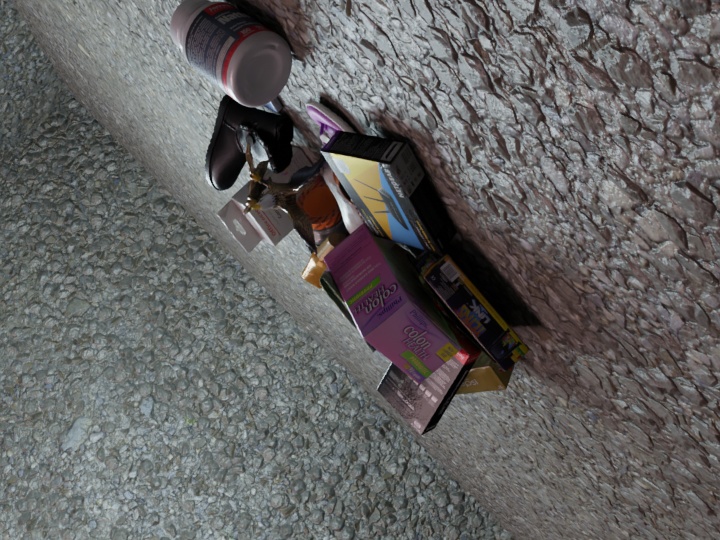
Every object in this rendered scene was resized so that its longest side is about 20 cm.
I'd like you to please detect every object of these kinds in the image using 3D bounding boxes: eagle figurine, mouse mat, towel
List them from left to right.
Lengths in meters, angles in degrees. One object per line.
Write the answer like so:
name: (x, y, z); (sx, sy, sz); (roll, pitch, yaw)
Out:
eagle figurine: (-0.124, -0.124, 1.666); (0.198, 0.152, 0.153); (14, 148, 35)
towel: (-0.012, 0.055, 1.625); (0.153, 0.023, 0.200); (52, -170, -5)
mouse mat: (0.156, 0.065, 1.641); (0.161, 0.008, 0.201); (41, -169, -47)

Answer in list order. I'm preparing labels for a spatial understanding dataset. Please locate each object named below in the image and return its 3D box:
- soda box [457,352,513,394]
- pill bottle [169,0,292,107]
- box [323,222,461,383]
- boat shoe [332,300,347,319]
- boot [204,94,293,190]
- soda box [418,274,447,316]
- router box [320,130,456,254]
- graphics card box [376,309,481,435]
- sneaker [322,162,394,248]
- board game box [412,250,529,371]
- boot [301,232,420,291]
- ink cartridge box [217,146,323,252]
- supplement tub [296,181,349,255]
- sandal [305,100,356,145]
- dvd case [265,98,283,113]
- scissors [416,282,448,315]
soda box: (0.178, 0.181, 1.741); (0.198, 0.068, 0.064); (-13, 127, 39)
pill bottle: (-0.210, -0.350, 1.493); (0.199, 0.120, 0.120); (38, 166, 33)
box: (0.051, 0.054, 1.569); (0.176, 0.096, 0.201); (42, -167, -44)
boat shoe: (0.020, 0.083, 1.765); (0.199, 0.074, 0.063); (29, 154, -19)
boot: (-0.209, -0.217, 1.804); (0.167, 0.076, 0.203); (32, 119, 33)
soda box: (0.147, 0.095, 1.801); (0.064, 0.068, 0.201); (9, 142, 53)
router box: (0.045, -0.119, 1.453); (0.148, 0.051, 0.201); (17, 152, 43)
graphics card box: (0.119, 0.177, 1.688); (0.125, 0.051, 0.202); (42, 123, 25)
sneaker: (0.005, -0.104, 1.654); (0.201, 0.073, 0.084); (54, 168, -25)
board game box: (0.173, 0.054, 1.533); (0.200, 0.057, 0.165); (49, -177, -8)
boot: (-0.001, 0.000, 1.778); (0.198, 0.072, 0.144); (17, 145, -14)
ink cartridge box: (-0.168, -0.132, 1.858); (0.117, 0.200, 0.067); (52, 167, -29)
supplement tub: (-0.050, -0.073, 1.833); (0.122, 0.123, 0.201); (38, 166, 33)
sandal: (-0.021, -0.189, 1.524); (0.203, 0.050, 0.082); (45, 168, -1)
dvd case: (-0.224, -0.376, 1.704); (0.142, 0.018, 0.201); (34, 163, 49)
scissors: (0.147, 0.065, 1.651); (0.074, 0.014, 0.200); (56, -171, 22)
